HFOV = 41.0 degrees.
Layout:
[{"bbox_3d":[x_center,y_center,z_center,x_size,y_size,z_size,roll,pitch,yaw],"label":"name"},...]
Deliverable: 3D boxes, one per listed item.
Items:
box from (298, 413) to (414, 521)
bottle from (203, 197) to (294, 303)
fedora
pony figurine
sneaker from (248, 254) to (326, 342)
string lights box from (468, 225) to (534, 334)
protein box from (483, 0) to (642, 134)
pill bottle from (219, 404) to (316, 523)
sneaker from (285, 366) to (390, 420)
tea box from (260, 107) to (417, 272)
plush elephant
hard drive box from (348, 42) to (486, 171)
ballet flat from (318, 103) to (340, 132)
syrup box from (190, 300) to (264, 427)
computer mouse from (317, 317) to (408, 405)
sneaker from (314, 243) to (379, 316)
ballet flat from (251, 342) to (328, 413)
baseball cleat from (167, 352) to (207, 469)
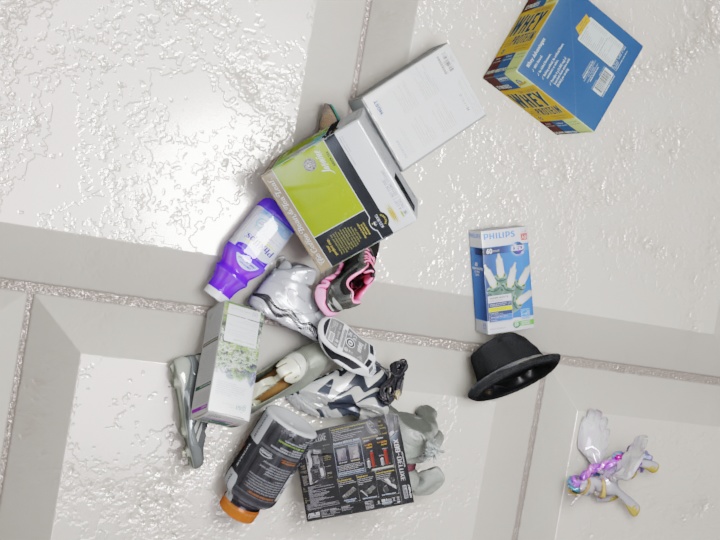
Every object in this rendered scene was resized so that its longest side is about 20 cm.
[{"bbox_3d":[-0.016,0.351,1.710,0.050,0.200,0.158,14,61,-60],"label":"box"},{"bbox_3d":[-0.196,-0.031,1.691,0.084,0.065,0.200,40,81,-17],"label":"bottle"},{"bbox_3d":[0.283,0.175,1.853,0.200,0.201,0.092,-18,68,-17],"label":"fedora"},{"bbox_3d":[0.515,0.401,1.955,0.200,0.167,0.193,20,96,-35],"label":"pony figurine"},{"bbox_3d":[-0.092,0.057,1.731,0.200,0.075,0.115,28,87,-17],"label":"sneaker"},{"bbox_3d":[0.273,0.017,1.868,0.103,0.059,0.200,-7,97,-18],"label":"string lights box"},{"bbox_3d":[0.384,-0.396,1.830,0.200,0.135,0.199,33,84,-19],"label":"protein box"},{"bbox_3d":[-0.170,0.347,1.704,0.106,0.106,0.200,30,96,-20],"label":"pill bottle"},{"bbox_3d":[-0.036,0.199,1.771,0.199,0.130,0.080,5,136,13],"label":"sneaker"},{"bbox_3d":[-0.032,-0.139,1.657,0.197,0.134,0.200,-28,105,12],"label":"tea box"},{"bbox_3d":[0.075,0.343,1.781,0.165,0.200,0.155,15,108,-27],"label":"plush elephant"},{"bbox_3d":[0.105,-0.298,1.770,0.200,0.077,0.156,-34,105,-14],"label":"hard drive box"},{"bbox_3d":[-0.043,-0.199,1.733,0.067,0.068,0.200,-25,101,-8],"label":"ballet flat"},{"bbox_3d":[-0.227,0.161,1.647,0.079,0.081,0.200,18,65,-27],"label":"syrup box"},{"bbox_3d":[-0.004,0.154,1.710,0.200,0.044,0.110,37,41,-17],"label":"computer mouse"},{"bbox_3d":[0.000,0.000,1.721,0.079,0.095,0.200,49,49,-26],"label":"sneaker"},{"bbox_3d":[-0.146,0.193,1.699,0.200,0.064,0.067,-33,73,6],"label":"ballet flat"},{"bbox_3d":[-0.274,0.244,1.686,0.106,0.070,0.200,-11,99,-18],"label":"baseball cleat"}]
